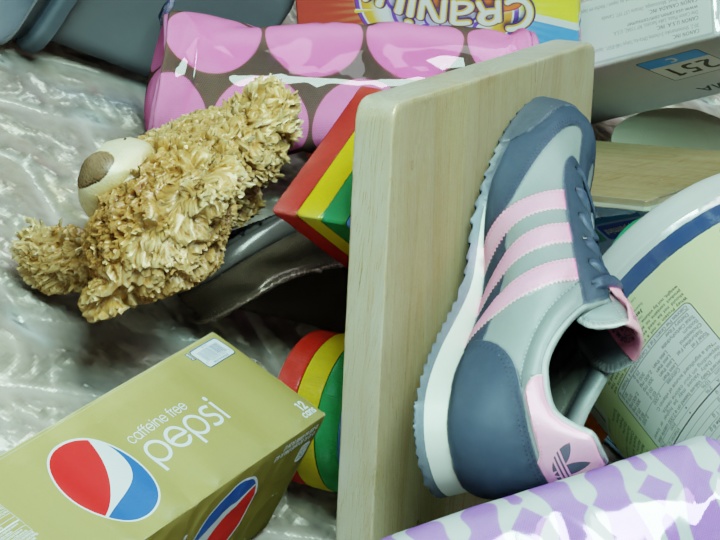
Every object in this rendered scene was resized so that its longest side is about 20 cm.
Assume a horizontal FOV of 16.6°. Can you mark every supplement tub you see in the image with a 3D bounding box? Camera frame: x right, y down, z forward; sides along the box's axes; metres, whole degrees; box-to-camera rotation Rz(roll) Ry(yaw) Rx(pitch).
[{"bbox_3d":[0.195,0.068,1.068,0.145,0.145,0.200,-2,43,-41],"label":"supplement tub"}]

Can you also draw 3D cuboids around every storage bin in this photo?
[{"bbox_3d":[-0.114,-0.192,1.355,0.134,0.146,0.200,24,27,-27],"label":"storage bin"}]

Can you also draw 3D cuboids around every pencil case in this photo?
[{"bbox_3d":[-0.010,-0.090,1.260,0.199,0.094,0.091,4,72,-1],"label":"pencil case"},{"bbox_3d":[0.063,0.128,0.942,0.199,0.084,0.086,-16,84,-7],"label":"pencil case"}]

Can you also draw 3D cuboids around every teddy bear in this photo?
[{"bbox_3d":[-0.089,-0.041,1.119,0.067,0.145,0.200,66,27,-12],"label":"teddy bear"}]

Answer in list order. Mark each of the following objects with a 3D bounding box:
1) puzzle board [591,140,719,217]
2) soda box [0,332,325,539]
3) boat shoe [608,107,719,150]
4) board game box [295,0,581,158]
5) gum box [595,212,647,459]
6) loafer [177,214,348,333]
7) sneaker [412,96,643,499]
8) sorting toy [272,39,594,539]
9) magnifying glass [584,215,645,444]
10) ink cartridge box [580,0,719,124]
[{"bbox_3d":[0.102,-0.051,1.320,0.199,0.017,0.151,7,14,34],"label":"puzzle board"},{"bbox_3d":[-0.096,0.095,0.958,0.064,0.068,0.200,36,29,15],"label":"soda box"},{"bbox_3d":[0.221,-0.048,1.467,0.199,0.063,0.071,5,60,-31],"label":"boat shoe"},{"bbox_3d":[0.041,-0.156,1.297,0.152,0.201,0.040,0,29,8],"label":"board game box"},{"bbox_3d":[0.158,0.033,1.296,0.170,0.045,0.200,-11,48,-49],"label":"gum box"},{"bbox_3d":[0.000,0.000,1.183,0.199,0.073,0.071,-14,87,-37],"label":"loafer"},{"bbox_3d":[0.086,0.010,1.031,0.082,0.070,0.201,-1,54,27],"label":"sneaker"},{"bbox_3d":[0.027,0.006,1.096,0.069,0.201,0.199,11,17,27],"label":"sorting toy"},{"bbox_3d":[0.122,0.049,1.173,0.080,0.022,0.200,52,53,-20],"label":"magnifying glass"},{"bbox_3d":[0.168,-0.114,1.411,0.176,0.199,0.045,12,72,-48],"label":"ink cartridge box"}]
